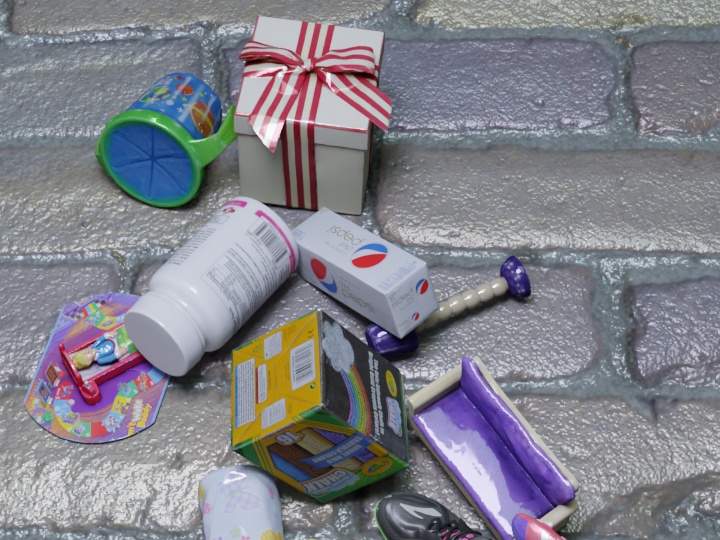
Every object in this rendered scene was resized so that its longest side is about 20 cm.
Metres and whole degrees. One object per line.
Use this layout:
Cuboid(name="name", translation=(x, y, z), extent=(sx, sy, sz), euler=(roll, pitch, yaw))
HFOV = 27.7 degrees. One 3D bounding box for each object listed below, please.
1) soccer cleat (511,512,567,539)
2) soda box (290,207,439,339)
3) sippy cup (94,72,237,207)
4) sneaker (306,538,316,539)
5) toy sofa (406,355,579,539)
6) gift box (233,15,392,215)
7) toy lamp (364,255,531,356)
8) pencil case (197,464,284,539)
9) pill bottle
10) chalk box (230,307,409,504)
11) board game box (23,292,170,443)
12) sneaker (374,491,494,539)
Cuboid(name="soccer cleat", translation=(0.213, 0.324, 1.427), extent=(0.200, 0.067, 0.077), euler=(45, 80, -2))
Cuboid(name="soda box", translation=(0.000, 0.000, 1.661), extent=(0.063, 0.069, 0.199), euler=(-36, 39, -20))
Cuboid(name="sippy cup", translation=(-0.236, -0.171, 1.805), extent=(0.176, 0.141, 0.131), euler=(22, 46, 3))
Cuboid(name="sneaker", translation=(0.003, 0.337, 1.447), extent=(0.198, 0.091, 0.078), euler=(29, 59, 20))
Cuboid(name="toy sofa", translation=(0.136, 0.195, 1.524), extent=(0.082, 0.098, 0.201), euler=(-30, 66, -18))
Cuboid(name="gift box", translation=(-0.055, -0.182, 1.755), extent=(0.181, 0.188, 0.202), euler=(3, 54, 0))
Cuboid(name="toy lamp", translation=(0.099, 0.044, 1.671), extent=(0.198, 0.059, 0.059), euler=(-25, 57, -13))
Cuboid(name="pencil case", translation=(-0.121, 0.299, 1.485), extent=(0.090, 0.083, 0.202), euler=(-20, 53, 13))
Cuboid(name="pill bottle", translation=(-0.170, 0.019, 1.660), extent=(0.113, 0.114, 0.200), euler=(29, 56, 22))
Cuboid(name="chalk box", translation=(-0.030, 0.155, 1.538), extent=(0.123, 0.200, 0.126), euler=(-25, 47, 25))
Cuboid(name="board game box", translation=(-0.293, 0.099, 1.662), extent=(0.156, 0.039, 0.202), euler=(10, 56, 10))
Cuboid(name="sneaker", translation=(0.101, 0.282, 1.484), extent=(0.199, 0.084, 0.077), euler=(31, 61, 23))
